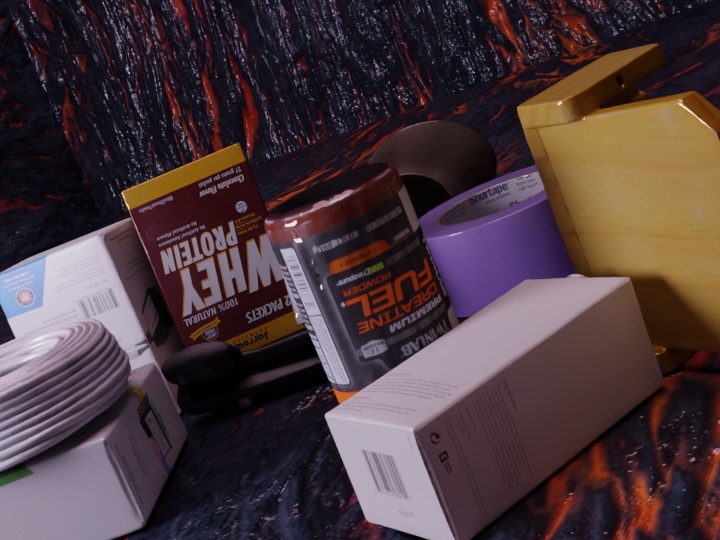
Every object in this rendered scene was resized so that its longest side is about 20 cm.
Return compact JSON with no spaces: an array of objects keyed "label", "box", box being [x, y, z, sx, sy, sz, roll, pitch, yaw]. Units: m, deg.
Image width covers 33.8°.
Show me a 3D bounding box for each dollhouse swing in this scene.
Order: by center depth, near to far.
[{"label":"dollhouse swing","box":[0.230,-0.052,0.810,0.175,0.202,0.181,-10,17,48]}]

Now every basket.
[{"label":"basket","box":[0.075,-0.093,1.471,0.178,0.138,0.200,-14,17,15]}]

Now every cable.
[{"label":"cable","box":[-0.288,0.108,0.996,0.198,0.070,0.199,-10,17,48]}]

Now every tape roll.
[{"label":"tape roll","box":[0.151,-0.035,1.178,0.197,0.086,0.200,-22,11,4]}]

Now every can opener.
[{"label":"can opener","box":[-0.089,0.095,1.140,0.197,0.064,0.079,-12,-14,7]}]

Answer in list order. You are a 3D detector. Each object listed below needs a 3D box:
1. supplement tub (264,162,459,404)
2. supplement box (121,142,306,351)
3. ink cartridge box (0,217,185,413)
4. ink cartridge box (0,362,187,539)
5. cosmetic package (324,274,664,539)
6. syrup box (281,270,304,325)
[{"label":"supplement tub","box":[0.014,0.033,0.851,0.106,0.202,0.107,-22,12,5]},{"label":"supplement box","box":[-0.153,-0.010,1.286,0.131,0.203,0.197,-23,2,-6]},{"label":"ink cartridge box","box":[-0.274,0.068,1.246,0.143,0.203,0.084,-19,10,18]},{"label":"ink cartridge box","box":[-0.244,0.169,1.028,0.143,0.085,0.200,-22,11,7]},{"label":"cosmetic package","box":[0.090,0.083,0.773,0.199,0.086,0.107,-29,14,-29]},{"label":"syrup box","box":[0.000,0.000,1.194,0.080,0.080,0.200,-18,-4,21]}]
